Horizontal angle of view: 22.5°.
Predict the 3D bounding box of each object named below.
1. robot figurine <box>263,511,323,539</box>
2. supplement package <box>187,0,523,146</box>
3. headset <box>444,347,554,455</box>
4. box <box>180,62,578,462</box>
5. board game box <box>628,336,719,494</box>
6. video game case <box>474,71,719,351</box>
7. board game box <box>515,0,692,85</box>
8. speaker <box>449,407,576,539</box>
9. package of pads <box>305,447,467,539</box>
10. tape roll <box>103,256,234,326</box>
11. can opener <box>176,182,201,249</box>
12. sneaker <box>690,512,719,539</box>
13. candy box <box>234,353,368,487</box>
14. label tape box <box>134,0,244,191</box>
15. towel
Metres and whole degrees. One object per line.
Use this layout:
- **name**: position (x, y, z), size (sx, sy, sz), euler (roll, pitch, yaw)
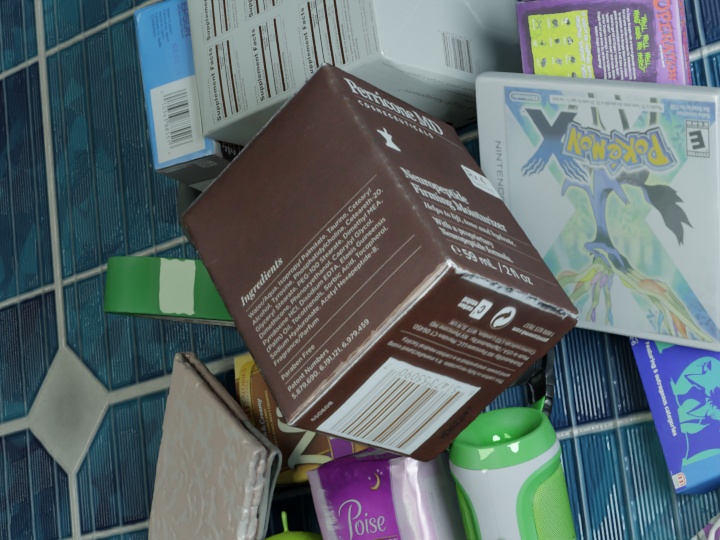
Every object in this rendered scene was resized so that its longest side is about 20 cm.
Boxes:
- **robot figurine**: position (-0.054, 0.302, 1.459), size (0.115, 0.176, 0.202), euler (-11, 55, 24)
- **supplement package**: position (-0.004, -0.189, 1.461), size (0.199, 0.190, 0.149), euler (-19, 72, 39)
- **headset**: position (0.086, 0.055, 1.411), size (0.094, 0.122, 0.202), euler (141, 137, -57)
- **box**: position (0.012, -0.002, 1.267), size (0.164, 0.165, 0.201), euler (-45, 54, 20)
- **board game box**: position (0.288, 0.052, 1.265), size (0.199, 0.045, 0.153), euler (-30, 66, 35)
- **video game case**: position (0.171, -0.045, 1.286), size (0.199, 0.022, 0.184), euler (9, 112, 38)
- **board game box**: position (0.183, -0.102, 1.311), size (0.119, 0.032, 0.202), euler (-1, 106, 25)
- **speaker**: position (0.120, 0.207, 1.326), size (0.088, 0.088, 0.202), euler (2, 111, 42)
- **package of pads**: position (0.038, 0.235, 1.403), size (0.120, 0.075, 0.202), euler (-16, 86, 41)
- **tape roll**: position (-0.116, 0.021, 1.531), size (0.199, 0.199, 0.049), euler (1, 85, 42)
- **can opener**: position (-0.149, -0.108, 1.672), size (0.053, 0.066, 0.201), euler (-40, 55, 32)
- **sneaker**: position (0.220, 0.214, 1.284), size (0.139, 0.077, 0.202), euler (23, 100, 40)
- **candy box**: position (-0.019, 0.117, 1.528), size (0.199, 0.056, 0.118), euler (-14, 76, 42)
- **label tape box**: position (-0.111, -0.138, 1.563), size (0.063, 0.200, 0.146), euler (-15, 74, 22)
- **towel**: position (-0.133, 0.200, 1.585), size (0.191, 0.032, 0.202), euler (40, 124, 53)
